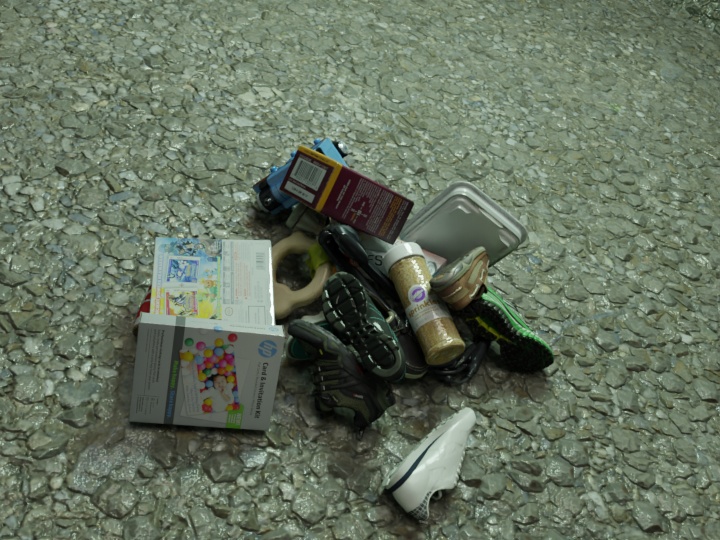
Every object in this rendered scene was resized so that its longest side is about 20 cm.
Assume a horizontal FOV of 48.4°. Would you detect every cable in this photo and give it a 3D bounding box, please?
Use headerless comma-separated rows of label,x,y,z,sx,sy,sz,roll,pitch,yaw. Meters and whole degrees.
cable,0.146,0.104,1.388,0.163,0.051,0.200,23,46,11

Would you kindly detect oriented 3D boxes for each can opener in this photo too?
can opener,0.000,0.000,1.320,0.063,0.200,0.079,-32,34,8

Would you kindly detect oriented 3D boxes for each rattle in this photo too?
rattle,-0.124,0.042,1.365,0.130,0.143,0.200,34,80,7

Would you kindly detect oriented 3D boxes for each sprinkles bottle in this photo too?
sprinkles bottle,0.101,0.052,1.294,0.068,0.068,0.200,-7,58,-26

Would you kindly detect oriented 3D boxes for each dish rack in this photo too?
dish rack,0.174,-0.053,1.415,0.171,0.200,0.044,37,45,-14

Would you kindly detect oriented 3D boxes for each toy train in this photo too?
toy train,-0.111,-0.171,1.465,0.087,0.200,0.114,56,25,-13

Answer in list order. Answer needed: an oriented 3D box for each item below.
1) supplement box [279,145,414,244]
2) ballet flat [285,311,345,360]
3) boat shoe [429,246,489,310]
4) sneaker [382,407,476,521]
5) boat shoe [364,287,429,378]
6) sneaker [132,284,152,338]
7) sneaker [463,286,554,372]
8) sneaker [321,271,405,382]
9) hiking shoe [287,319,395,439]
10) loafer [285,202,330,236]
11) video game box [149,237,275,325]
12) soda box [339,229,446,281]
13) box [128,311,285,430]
supplement box,-0.021,-0.125,1.348,0.200,0.086,0.110,21,8,-45
ballet flat,-0.058,0.092,1.317,0.200,0.070,0.069,-21,56,-40
boat shoe,0.172,0.017,1.310,0.072,0.076,0.200,57,31,0
sneaker,0.117,0.281,1.186,0.081,0.076,0.200,45,52,9
boat shoe,0.034,0.092,1.275,0.200,0.065,0.072,43,52,3
sneaker,-0.247,0.066,1.262,0.199,0.071,0.113,9,47,-8
sneaker,0.260,0.097,1.368,0.200,0.078,0.085,44,34,-18
sneaker,0.005,0.091,1.212,0.075,0.079,0.200,-34,62,5
hiking shoe,-0.045,0.160,1.203,0.200,0.076,0.101,41,83,3
loafer,-0.084,-0.089,1.441,0.063,0.072,0.200,35,10,1
video game box,-0.224,0.036,1.215,0.182,0.047,0.200,3,48,-12
soda box,0.049,-0.017,1.427,0.200,0.064,0.068,23,41,23
box,-0.217,0.145,1.132,0.199,0.156,0.041,7,19,-15
